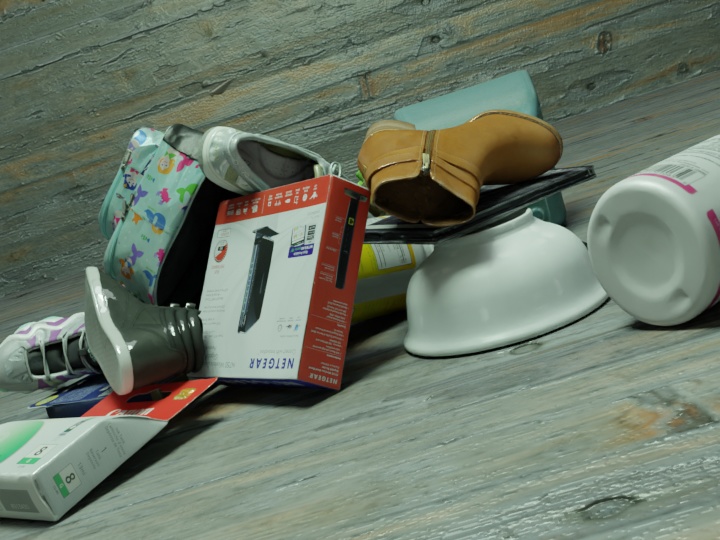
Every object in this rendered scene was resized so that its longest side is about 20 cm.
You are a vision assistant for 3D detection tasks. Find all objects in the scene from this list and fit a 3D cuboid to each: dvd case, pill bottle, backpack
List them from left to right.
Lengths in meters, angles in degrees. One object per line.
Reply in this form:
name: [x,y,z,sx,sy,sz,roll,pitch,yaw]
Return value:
backpack: [-0.192,-0.049,1.123,0.149,0.203,0.177,21,3,22]
pill bottle: [0.000,0.000,1.095,0.198,0.106,0.103,-11,3,-37]
dvd case: [0.107,-0.062,0.992,0.198,0.016,0.148,-22,12,-29]
pill bottle: [0.280,-0.043,0.815,0.198,0.115,0.113,-24,11,-36]

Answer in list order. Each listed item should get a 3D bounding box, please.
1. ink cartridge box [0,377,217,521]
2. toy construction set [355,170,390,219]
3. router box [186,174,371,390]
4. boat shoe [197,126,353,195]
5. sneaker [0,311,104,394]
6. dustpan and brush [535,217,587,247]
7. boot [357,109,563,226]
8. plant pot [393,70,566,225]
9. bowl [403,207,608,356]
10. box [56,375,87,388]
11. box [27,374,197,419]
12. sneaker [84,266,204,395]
ink cartridge box: [-0.242,0.134,0.886,0.159,0.051,0.200,-10,23,40]
toy construction set: [-0.013,-0.051,1.186,0.199,0.093,0.131,-32,-12,-29]
router box: [-0.079,0.016,0.965,0.048,0.183,0.198,18,-15,-35]
boat shoe: [-0.071,-0.092,1.050,0.200,0.076,0.064,25,-13,-40]
sneaker: [-0.294,0.082,1.092,0.197,0.079,0.140,-21,8,-19]
dustpan and brush: [0.138,-0.047,1.112,0.199,0.058,0.139,30,11,37]
boot: [0.095,-0.086,0.924,0.196,0.075,0.155,-2,25,-1]
plant pot: [0.162,-0.123,1.327,0.193,0.199,0.200,-16,17,5]
bowl: [0.122,0.000,0.944,0.198,0.092,0.201,-17,9,3]
box: [-0.289,0.089,1.347,0.156,0.049,0.199,-12,10,35]
box: [-0.241,0.125,1.084,0.197,0.033,0.121,-11,11,32]
sneaker: [-0.210,0.052,1.002,0.098,0.072,0.200,-7,28,-25]
